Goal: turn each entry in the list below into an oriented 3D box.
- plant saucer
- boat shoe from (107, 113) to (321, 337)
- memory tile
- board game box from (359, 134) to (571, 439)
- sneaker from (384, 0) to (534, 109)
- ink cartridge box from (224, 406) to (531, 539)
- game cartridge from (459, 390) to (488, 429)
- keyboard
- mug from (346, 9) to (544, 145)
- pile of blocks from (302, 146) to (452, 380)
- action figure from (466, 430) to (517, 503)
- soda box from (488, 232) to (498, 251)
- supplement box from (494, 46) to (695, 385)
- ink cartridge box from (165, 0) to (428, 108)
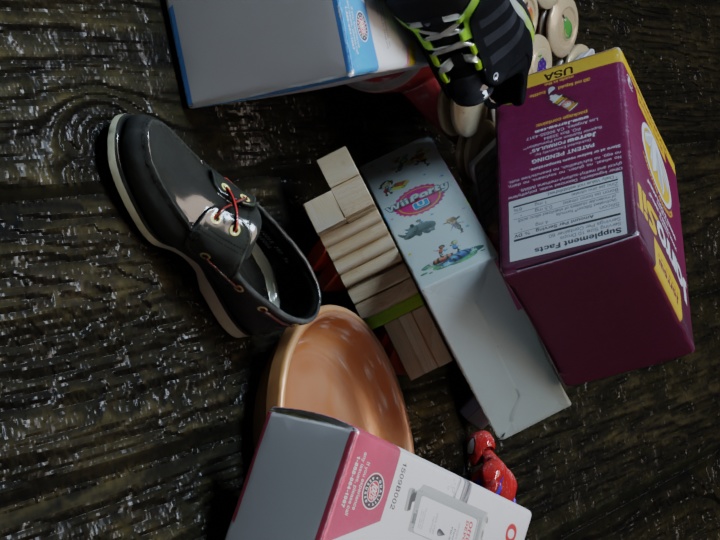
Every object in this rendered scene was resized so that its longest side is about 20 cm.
[{"bbox_3d":[-0.020,0.125,1.519,0.200,0.037,0.200,36,49,-55],"label":"plant saucer"},{"bbox_3d":[-0.092,-0.032,1.405,0.201,0.063,0.074,54,38,-40],"label":"boat shoe"},{"bbox_3d":[0.123,-0.140,1.689,0.200,0.017,0.153,-56,141,-34],"label":"memory tile"},{"bbox_3d":[0.074,0.009,1.629,0.148,0.064,0.200,63,0,-32],"label":"board game box"},{"bbox_3d":[0.076,-0.154,1.492,0.200,0.072,0.083,17,67,-62],"label":"sneaker"},{"bbox_3d":[0.008,0.188,1.417,0.200,0.083,0.147,29,75,-46],"label":"ink cartridge box"},{"bbox_3d":[0.162,0.034,1.765,0.038,0.200,0.130,44,32,1],"label":"game cartridge"},{"bbox_3d":[0.137,-0.102,1.691,0.200,0.011,0.056,-44,127,-44],"label":"keyboard"},{"bbox_3d":[0.070,-0.182,1.692,0.178,0.133,0.200,46,25,16],"label":"mug"},{"bbox_3d":[0.000,0.000,1.594,0.200,0.062,0.082,63,1,-28],"label":"pile of blocks"},{"bbox_3d":[0.104,0.219,1.728,0.065,0.052,0.200,46,36,-57],"label":"action figure"},{"bbox_3d":[0.147,-0.044,1.804,0.063,0.070,0.200,40,14,-11],"label":"soda box"},{"bbox_3d":[0.165,-0.040,1.579,0.200,0.103,0.131,-88,156,-44],"label":"supplement box"},{"bbox_3d":[-0.031,-0.188,1.511,0.200,0.125,0.129,-17,97,-65],"label":"ink cartridge box"}]
